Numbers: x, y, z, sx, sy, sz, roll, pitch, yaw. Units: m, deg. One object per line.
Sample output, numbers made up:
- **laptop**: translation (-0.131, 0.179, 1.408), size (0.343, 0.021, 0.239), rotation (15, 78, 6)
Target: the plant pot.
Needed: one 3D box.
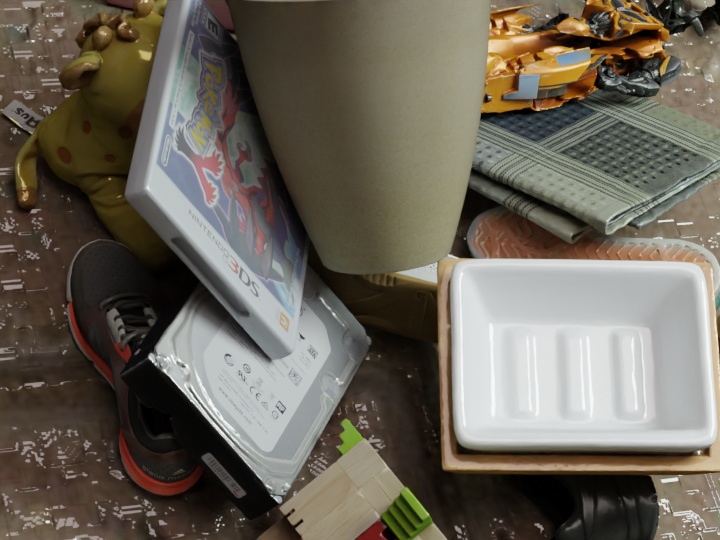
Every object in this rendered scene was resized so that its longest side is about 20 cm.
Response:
- **plant pot**: translation (0.008, -0.105, 1.680), size (0.186, 0.187, 0.202), rotation (-12, 105, -26)

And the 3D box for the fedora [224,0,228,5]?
- **fedora**: translation (-0.017, -0.145, 1.836), size (0.199, 0.177, 0.091), rotation (16, 82, -22)

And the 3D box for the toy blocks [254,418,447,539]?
- **toy blocks**: translation (-0.001, 0.217, 1.611), size (0.136, 0.100, 0.200), rotation (-39, 72, -5)

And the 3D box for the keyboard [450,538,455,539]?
- **keyboard**: translation (0.057, 0.283, 1.636), size (0.103, 0.040, 0.201), rotation (-9, 59, 3)

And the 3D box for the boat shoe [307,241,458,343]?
- **boat shoe**: translation (0.000, 0.000, 1.785), size (0.199, 0.071, 0.070), rotation (16, 36, -3)

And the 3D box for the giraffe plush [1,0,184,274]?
- **giraffe plush**: translation (-0.157, -0.122, 1.748), size (0.199, 0.162, 0.173), rotation (21, 53, -5)

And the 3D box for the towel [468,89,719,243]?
- **towel**: translation (0.175, -0.089, 1.872), size (0.199, 0.035, 0.192), rotation (26, 38, 37)

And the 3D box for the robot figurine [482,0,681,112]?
- **robot figurine**: translation (0.159, -0.177, 1.931), size (0.199, 0.059, 0.145), rotation (-13, 33, -23)

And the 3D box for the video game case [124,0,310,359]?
- **video game case**: translation (-0.089, -0.069, 1.663), size (0.182, 0.023, 0.201), rotation (50, 33, -37)

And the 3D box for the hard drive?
- **hard drive**: translation (-0.074, 0.060, 1.674), size (0.140, 0.038, 0.200), rotation (50, 35, -13)

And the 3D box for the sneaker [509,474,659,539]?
- **sneaker**: translation (0.145, 0.118, 1.749), size (0.090, 0.076, 0.201), rotation (-11, 59, -19)

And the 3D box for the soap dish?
- **soap dish**: translation (0.152, 0.072, 1.695), size (0.198, 0.081, 0.158), rotation (1, 66, -4)

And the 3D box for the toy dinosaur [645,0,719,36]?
- **toy dinosaur**: translation (0.275, -0.269, 2.010), size (0.101, 0.137, 0.200), rotation (-4, 15, -4)

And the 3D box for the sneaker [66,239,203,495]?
- **sneaker**: translation (-0.149, 0.053, 1.678), size (0.077, 0.082, 0.201), rotation (-15, 63, -19)

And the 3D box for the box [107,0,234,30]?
- **box**: translation (-0.089, -0.267, 1.893), size (0.198, 0.128, 0.110), rotation (11, 54, -11)

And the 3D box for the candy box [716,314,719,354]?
- **candy box**: translation (0.383, 0.064, 1.875), size (0.199, 0.055, 0.116), rotation (-12, 61, -26)

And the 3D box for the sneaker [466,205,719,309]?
- **sneaker**: translation (0.179, 0.006, 1.844), size (0.199, 0.080, 0.072), rotation (14, 69, 14)
